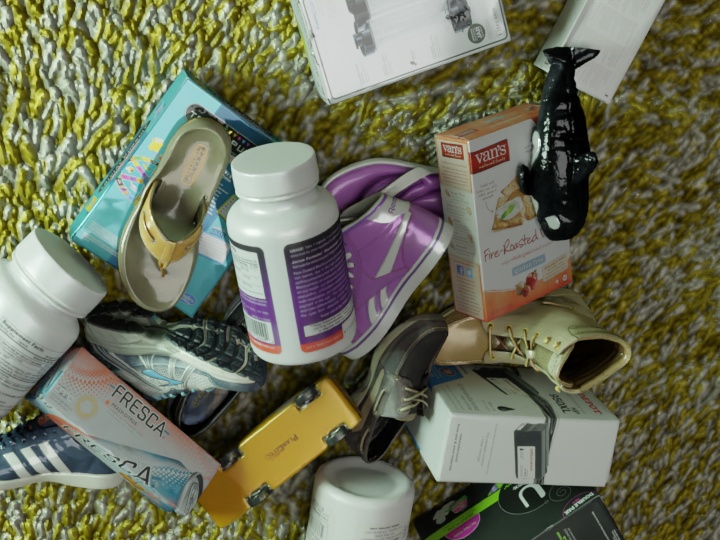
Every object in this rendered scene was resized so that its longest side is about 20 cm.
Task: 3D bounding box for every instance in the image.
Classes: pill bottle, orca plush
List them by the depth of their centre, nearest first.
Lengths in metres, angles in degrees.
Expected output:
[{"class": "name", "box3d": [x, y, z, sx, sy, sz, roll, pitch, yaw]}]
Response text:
[{"class": "pill bottle", "box3d": [-0.070, -0.018, 1.196, 0.111, 0.112, 0.201, -13, 117, -9]}, {"class": "pill bottle", "box3d": [-0.352, 0.062, 1.201, 0.200, 0.113, 0.113, -46, 113, 4]}, {"class": "orca plush", "box3d": [0.225, -0.125, 1.242, 0.105, 0.071, 0.201, 5, 99, -40]}, {"class": "pill bottle", "box3d": [-0.008, 0.323, 1.378, 0.114, 0.114, 0.201, 4, 108, -15]}]

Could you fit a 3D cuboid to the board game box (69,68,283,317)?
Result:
[{"class": "board game box", "box3d": [-0.175, -0.076, 1.232, 0.151, 0.047, 0.200, 35, 98, -23]}]

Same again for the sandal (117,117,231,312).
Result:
[{"class": "sandal", "box3d": [-0.180, -0.051, 1.184, 0.080, 0.054, 0.201, 20, 103, -20]}]

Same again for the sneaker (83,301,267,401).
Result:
[{"class": "sneaker", "box3d": [-0.190, 0.095, 1.259, 0.199, 0.078, 0.087, 15, 120, 12]}]

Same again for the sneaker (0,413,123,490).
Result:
[{"class": "sneaker", "box3d": [-0.340, 0.177, 1.269, 0.199, 0.075, 0.085, 3, 110, -25]}]

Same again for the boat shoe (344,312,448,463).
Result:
[{"class": "boat shoe", "box3d": [0.045, 0.131, 1.314, 0.074, 0.073, 0.201, -3, 136, -39]}]

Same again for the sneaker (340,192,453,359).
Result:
[{"class": "sneaker", "box3d": [0.000, -0.001, 1.278, 0.114, 0.073, 0.201, 26, 121, -12]}]

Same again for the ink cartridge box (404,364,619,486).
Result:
[{"class": "ink cartridge box", "box3d": [0.164, 0.169, 1.349, 0.199, 0.145, 0.085, 5, 107, -16]}]

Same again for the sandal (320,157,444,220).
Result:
[{"class": "sandal", "box3d": [0.052, -0.075, 1.286, 0.201, 0.050, 0.083, -3, 110, -15]}]

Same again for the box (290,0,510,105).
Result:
[{"class": "box", "box3d": [0.038, -0.255, 1.215, 0.199, 0.060, 0.117, -21, 113, -6]}]

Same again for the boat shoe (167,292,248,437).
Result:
[{"class": "boat shoe", "box3d": [-0.134, 0.096, 1.297, 0.068, 0.057, 0.200, 34, 98, -22]}]

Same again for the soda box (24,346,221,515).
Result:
[{"class": "soda box", "box3d": [-0.242, 0.165, 1.245, 0.200, 0.063, 0.069, 44, 65, -21]}]

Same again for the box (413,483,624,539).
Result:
[{"class": "box", "box3d": [0.188, 0.318, 1.405, 0.199, 0.149, 0.125, -32, 115, -2]}]

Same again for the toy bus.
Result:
[{"class": "toy bus", "box3d": [-0.091, 0.194, 1.319, 0.200, 0.078, 0.065, -39, 91, 6]}]

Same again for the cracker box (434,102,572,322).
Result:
[{"class": "cracker box", "box3d": [0.155, -0.063, 1.287, 0.133, 0.058, 0.201, -23, 115, -32]}]

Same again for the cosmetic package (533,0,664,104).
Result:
[{"class": "cosmetic package", "box3d": [0.267, -0.284, 1.266, 0.082, 0.051, 0.201, 24, 102, -18]}]

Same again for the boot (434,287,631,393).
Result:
[{"class": "boot", "box3d": [0.176, 0.083, 1.316, 0.199, 0.156, 0.073, -9, 111, -10]}]
